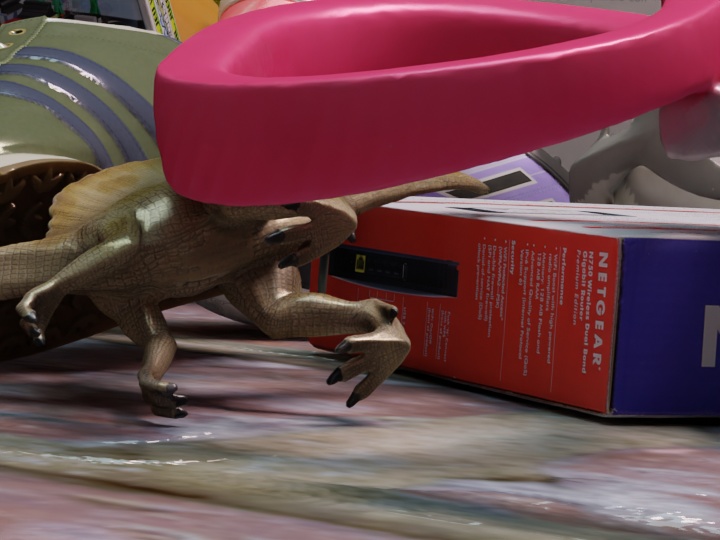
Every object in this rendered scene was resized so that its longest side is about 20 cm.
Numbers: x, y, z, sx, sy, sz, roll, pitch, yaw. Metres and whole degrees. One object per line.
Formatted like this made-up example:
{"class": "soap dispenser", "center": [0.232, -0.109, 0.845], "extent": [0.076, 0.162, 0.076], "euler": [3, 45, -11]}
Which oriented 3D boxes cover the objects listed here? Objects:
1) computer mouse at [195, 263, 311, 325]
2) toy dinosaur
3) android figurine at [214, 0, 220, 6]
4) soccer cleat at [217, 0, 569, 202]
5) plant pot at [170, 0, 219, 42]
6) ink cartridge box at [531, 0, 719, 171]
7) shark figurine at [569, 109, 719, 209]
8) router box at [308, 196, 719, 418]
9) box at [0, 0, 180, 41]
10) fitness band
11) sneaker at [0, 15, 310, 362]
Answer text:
{"class": "computer mouse", "center": [0.000, 0.000, 1.000], "extent": [0.200, 0.044, 0.110], "euler": [6, 2, -38]}
{"class": "toy dinosaur", "center": [-0.030, -0.010, 0.742], "extent": [0.200, 0.058, 0.101], "euler": [-14, 28, -27]}
{"class": "android figurine", "center": [-0.082, -0.073, 1.242], "extent": [0.200, 0.182, 0.041], "euler": [-29, 33, 19]}
{"class": "soccer cleat", "center": [0.018, -0.033, 1.121], "extent": [0.200, 0.073, 0.068], "euler": [38, -39, -26]}
{"class": "plant pot", "center": [-0.151, -0.080, 1.097], "extent": [0.200, 0.201, 0.183], "euler": [7, -10, 45]}
{"class": "ink cartridge box", "center": [0.092, -0.089, 1.228], "extent": [0.116, 0.201, 0.067], "euler": [5, 4, 34]}
{"class": "shark figurine", "center": [0.110, -0.041, 1.073], "extent": [0.128, 0.090, 0.214], "euler": [-1, -19, 22]}
{"class": "router box", "center": [0.111, 0.010, 0.873], "extent": [0.199, 0.049, 0.179], "euler": [2, 4, -26]}
{"class": "box", "center": [-0.159, -0.066, 0.940], "extent": [0.199, 0.110, 0.035], "euler": [-11, 20, 11]}
{"class": "fitness band", "center": [0.024, -0.048, 0.739], "extent": [0.143, 0.038, 0.200], "euler": [-6, 10, 8]}
{"class": "sneaker", "center": [-0.095, -0.030, 0.830], "extent": [0.090, 0.067, 0.200], "euler": [39, 29, 27]}
